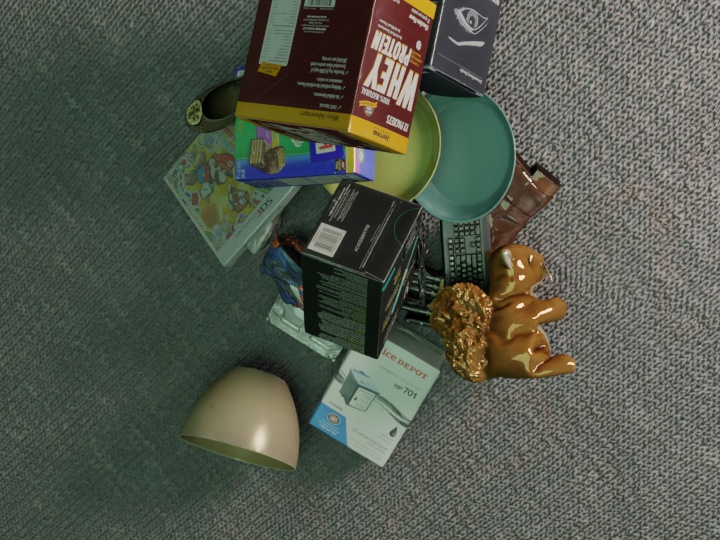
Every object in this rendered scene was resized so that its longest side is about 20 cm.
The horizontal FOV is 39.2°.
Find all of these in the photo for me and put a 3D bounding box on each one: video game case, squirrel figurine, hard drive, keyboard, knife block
[{"bbox_3d":[-0.205,-0.139,1.587,0.182,0.023,0.201,-46,65,18],"label":"video game case"},{"bbox_3d":[0.200,0.059,1.473,0.197,0.142,0.189,-8,95,-3],"label":"squirrel figurine"},{"bbox_3d":[-0.050,0.032,1.644,0.139,0.038,0.201,32,110,2],"label":"hard drive"},{"bbox_3d":[0.139,0.011,1.542,0.125,0.021,0.203,-3,100,11],"label":"keyboard"},{"bbox_3d":[0.154,0.032,1.587,0.199,0.064,0.177,-29,98,17],"label":"knife block"}]

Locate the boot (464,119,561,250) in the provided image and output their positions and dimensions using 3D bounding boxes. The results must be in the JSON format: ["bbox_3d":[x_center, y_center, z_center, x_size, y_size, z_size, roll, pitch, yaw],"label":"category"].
[{"bbox_3d":[0.178,-0.106,1.549,0.186,0.064,0.201,39,114,1],"label":"boot"}]

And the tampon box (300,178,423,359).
[{"bbox_3d":[0.000,0.000,1.464,0.125,0.151,0.201,20,146,12],"label":"tampon box"}]

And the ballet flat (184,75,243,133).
[{"bbox_3d":[-0.178,-0.249,1.452,0.198,0.046,0.068,-14,80,26],"label":"ballet flat"}]

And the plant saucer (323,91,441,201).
[{"bbox_3d":[0.024,-0.187,1.500,0.198,0.031,0.203,1,93,14],"label":"plant saucer"}]

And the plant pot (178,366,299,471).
[{"bbox_3d":[-0.185,0.237,1.668,0.198,0.201,0.136,12,72,8],"label":"plant pot"}]

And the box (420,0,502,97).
[{"bbox_3d":[0.113,-0.357,1.401,0.104,0.147,0.202,12,88,37],"label":"box"}]

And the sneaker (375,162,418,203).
[{"bbox_3d":[0.005,-0.155,1.570,0.087,0.074,0.201,-42,83,29],"label":"sneaker"}]

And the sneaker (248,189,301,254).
[{"bbox_3d":[-0.153,-0.128,1.601,0.099,0.078,0.201,34,108,4],"label":"sneaker"}]

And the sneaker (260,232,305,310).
[{"bbox_3d":[-0.081,0.035,1.603,0.078,0.075,0.201,-39,89,32],"label":"sneaker"}]

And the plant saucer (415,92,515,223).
[{"bbox_3d":[0.148,-0.172,1.491,0.198,0.036,0.203,8,103,36],"label":"plant saucer"}]

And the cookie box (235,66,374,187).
[{"bbox_3d":[-0.081,-0.214,1.471,0.198,0.075,0.173,-2,87,25],"label":"cookie box"}]

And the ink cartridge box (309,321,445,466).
[{"bbox_3d":[0.028,0.191,1.648,0.145,0.086,0.201,30,111,2],"label":"ink cartridge box"}]

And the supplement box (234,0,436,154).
[{"bbox_3d":[-0.033,-0.273,1.320,0.196,0.132,0.202,13,91,36],"label":"supplement box"}]
